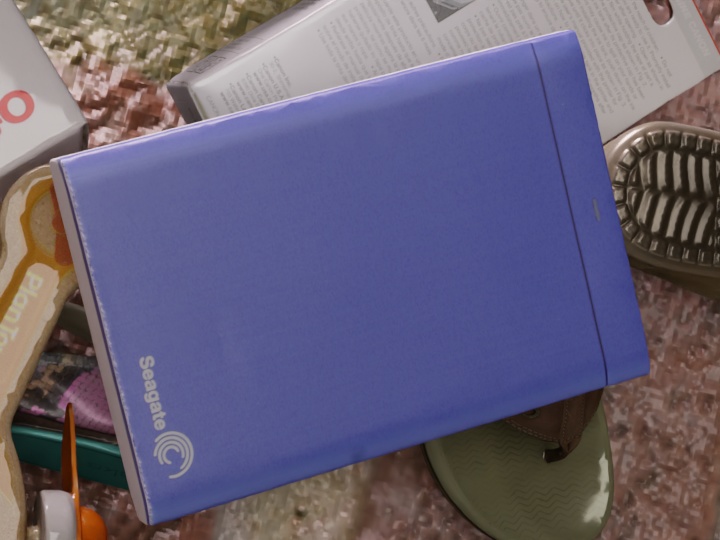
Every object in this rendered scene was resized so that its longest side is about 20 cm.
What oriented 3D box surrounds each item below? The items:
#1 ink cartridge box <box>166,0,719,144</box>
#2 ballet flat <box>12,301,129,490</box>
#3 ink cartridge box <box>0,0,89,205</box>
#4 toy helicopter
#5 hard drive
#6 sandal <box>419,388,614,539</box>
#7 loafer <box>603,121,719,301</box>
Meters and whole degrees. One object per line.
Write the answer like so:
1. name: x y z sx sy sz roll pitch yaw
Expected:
1. ink cartridge box: 0.035 -0.077 0.929 0.199 0.050 0.109 -32 103 -11
2. ballet flat: -0.146 0.041 0.898 0.199 0.069 0.072 10 64 -11
3. ink cartridge box: -0.214 -0.095 0.887 0.146 0.084 0.201 -33 88 -11
4. toy helicopter: -0.134 0.057 0.828 0.132 0.079 0.201 28 77 -8
5. hard drive: 0.000 0.000 0.840 0.199 0.025 0.133 -16 97 -17
6. sandal: 0.060 0.025 0.900 0.079 0.057 0.202 -19 114 -19
7. loafer: 0.170 -0.017 0.942 0.199 0.068 0.076 18 88 -25
